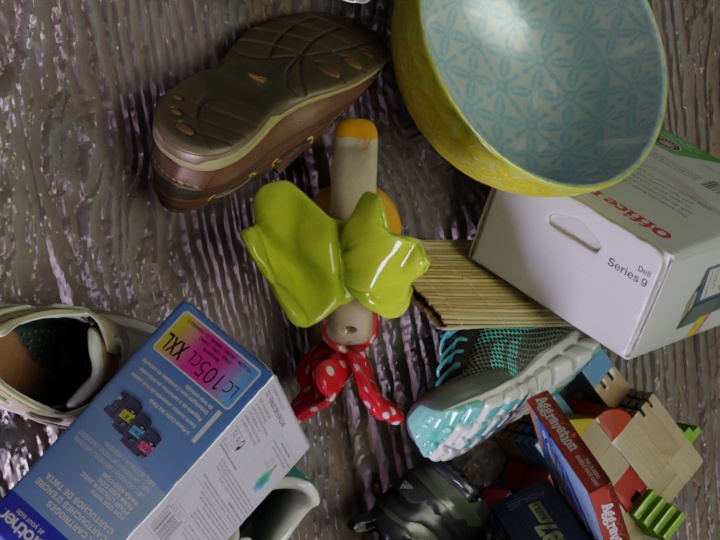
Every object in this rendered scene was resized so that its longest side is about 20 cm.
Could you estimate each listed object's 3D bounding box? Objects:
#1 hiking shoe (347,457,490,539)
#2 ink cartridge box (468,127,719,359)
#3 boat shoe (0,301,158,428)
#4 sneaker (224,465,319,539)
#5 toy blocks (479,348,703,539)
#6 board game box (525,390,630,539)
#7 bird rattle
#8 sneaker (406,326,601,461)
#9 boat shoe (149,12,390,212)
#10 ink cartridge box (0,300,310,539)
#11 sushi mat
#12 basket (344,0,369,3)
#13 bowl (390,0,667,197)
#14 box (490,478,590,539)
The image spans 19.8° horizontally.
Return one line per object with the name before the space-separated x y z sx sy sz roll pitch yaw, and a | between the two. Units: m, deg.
hiking shoe | 0.048 0.217 1.427 0.100 0.076 0.200 -29 124 -13
ink cartridge box | 0.194 -0.026 1.430 0.200 0.145 0.088 -14 130 -51
boat shoe | -0.166 0.057 1.171 0.200 0.068 0.075 7 91 -46
sneaker | -0.103 0.185 1.243 0.200 0.093 0.070 -49 128 -26
toy blocks | 0.157 0.145 1.502 0.200 0.100 0.137 -48 116 -19
board game box | 0.161 0.182 1.375 0.019 0.103 0.200 -26 128 -6
bird rattle | 0.000 0.000 1.287 0.200 0.112 0.164 74 18 -57
sneaker | 0.079 0.063 1.398 0.078 0.091 0.200 -48 166 33
boat shoe | -0.059 -0.098 1.257 0.200 0.072 0.068 -37 155 -43
ink cartridge box | -0.128 0.132 1.167 0.200 0.076 0.137 -49 160 -13
sushi mat | 0.097 0.009 1.411 0.200 0.096 0.012 0 125 -44
basket | -0.027 -0.265 1.172 0.139 0.176 0.201 -58 168 -73
bowl | 0.090 -0.131 1.337 0.200 0.108 0.201 13 67 -31
box | 0.159 0.262 1.384 0.051 0.158 0.200 -26 125 -6
